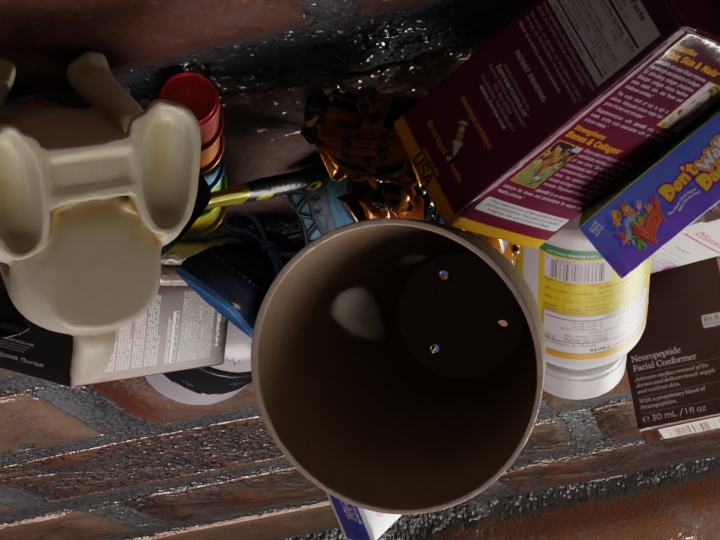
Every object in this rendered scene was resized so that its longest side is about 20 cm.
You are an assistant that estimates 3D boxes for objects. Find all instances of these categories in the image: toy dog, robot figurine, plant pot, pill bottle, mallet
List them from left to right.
[{"bbox_3d":[-0.183,-0.045,1.345,0.139,0.194,0.200,-19,-158,-17],"label":"toy dog"},{"bbox_3d":[-0.123,0.039,1.799,0.150,0.125,0.200,-38,179,-27],"label":"robot figurine"},{"bbox_3d":[-0.080,-0.057,1.465,0.200,0.041,0.066,-21,159,-47],"label":"mallet"},{"bbox_3d":[0.038,-0.060,1.512,0.145,0.058,0.200,6,152,28],"label":"robot figurine"},{"bbox_3d":[0.046,0.047,1.426,0.187,0.188,0.200,-14,-176,16],"label":"plant pot"},{"bbox_3d":[0.176,0.006,1.721,0.113,0.113,0.200,-8,134,-5],"label":"pill bottle"}]

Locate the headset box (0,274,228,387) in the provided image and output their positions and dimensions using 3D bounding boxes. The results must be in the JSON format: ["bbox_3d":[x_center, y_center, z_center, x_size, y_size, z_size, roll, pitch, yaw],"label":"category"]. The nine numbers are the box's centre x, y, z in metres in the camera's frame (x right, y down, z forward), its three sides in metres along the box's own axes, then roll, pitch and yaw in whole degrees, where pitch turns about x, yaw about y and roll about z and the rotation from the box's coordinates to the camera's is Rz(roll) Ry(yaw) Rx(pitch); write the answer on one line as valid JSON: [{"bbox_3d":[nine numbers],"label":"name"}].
[{"bbox_3d":[-0.217,0.032,1.629,0.149,0.077,0.200,11,-169,33],"label":"headset box"}]

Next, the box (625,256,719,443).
[{"bbox_3d":[0.281,0.044,1.914,0.100,0.200,0.075,-13,163,11],"label":"box"}]

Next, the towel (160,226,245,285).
[{"bbox_3d":[-0.166,-0.013,1.592,0.200,0.035,0.133,4,-170,-8],"label":"towel"}]

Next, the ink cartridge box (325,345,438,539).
[{"bbox_3d":[0.024,0.089,1.785,0.043,0.197,0.200,0,-149,44],"label":"ink cartridge box"}]

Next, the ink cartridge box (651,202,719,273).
[{"bbox_3d":[0.250,-0.045,1.817,0.200,0.068,0.115,-15,164,24],"label":"ink cartridge box"}]

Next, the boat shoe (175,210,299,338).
[{"bbox_3d":[-0.075,-0.003,1.445,0.069,0.084,0.200,-48,180,2],"label":"boat shoe"}]

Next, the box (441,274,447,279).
[{"bbox_3d":[0.015,0.073,1.894,0.100,0.096,0.200,-28,-172,48],"label":"box"}]

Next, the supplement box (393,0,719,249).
[{"bbox_3d":[0.136,-0.110,1.348,0.200,0.086,0.110,-40,152,25],"label":"supplement box"}]

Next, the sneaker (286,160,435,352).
[{"bbox_3d":[0.000,0.000,1.659,0.095,0.200,0.079,6,-148,39],"label":"sneaker"}]

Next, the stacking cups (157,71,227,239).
[{"bbox_3d":[-0.117,-0.077,1.476,0.060,0.061,0.200,-7,165,-8],"label":"stacking cups"}]

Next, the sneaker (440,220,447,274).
[{"bbox_3d":[0.061,-0.048,1.667,0.111,0.077,0.200,-3,159,0],"label":"sneaker"}]

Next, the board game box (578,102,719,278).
[{"bbox_3d":[0.214,-0.069,1.435,0.134,0.045,0.200,-40,-178,12],"label":"board game box"}]
